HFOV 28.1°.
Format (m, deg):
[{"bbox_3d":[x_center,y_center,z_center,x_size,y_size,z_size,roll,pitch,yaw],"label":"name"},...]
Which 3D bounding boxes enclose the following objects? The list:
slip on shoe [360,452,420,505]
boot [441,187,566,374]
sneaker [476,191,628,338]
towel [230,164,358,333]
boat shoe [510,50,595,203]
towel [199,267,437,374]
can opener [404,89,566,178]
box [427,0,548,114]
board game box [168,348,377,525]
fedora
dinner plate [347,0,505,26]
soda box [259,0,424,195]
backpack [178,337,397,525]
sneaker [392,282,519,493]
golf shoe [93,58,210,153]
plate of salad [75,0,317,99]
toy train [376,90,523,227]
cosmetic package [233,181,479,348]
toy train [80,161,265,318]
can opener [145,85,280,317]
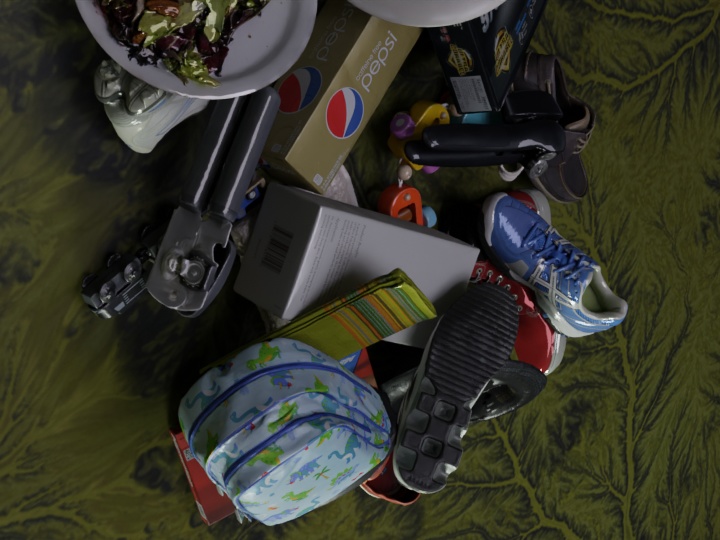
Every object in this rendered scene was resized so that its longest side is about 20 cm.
[{"bbox_3d":[-0.001,0.176,1.429,0.074,0.061,0.200,-56,134,-11],"label":"slip on shoe"},{"bbox_3d":[0.141,0.023,1.495,0.144,0.072,0.201,-16,99,-41],"label":"boot"},{"bbox_3d":[0.195,-0.010,1.451,0.200,0.077,0.076,42,62,-26],"label":"sneaker"},{"bbox_3d":[-0.043,0.007,1.344,0.132,0.034,0.201,-39,129,-29],"label":"towel"},{"bbox_3d":[0.204,-0.144,1.493,0.200,0.073,0.075,55,42,-41],"label":"boat shoe"},{"bbox_3d":[-0.035,0.064,1.241,0.199,0.018,0.086,-27,146,12],"label":"towel"},{"bbox_3d":[0.121,-0.122,1.376,0.199,0.079,0.063,-13,155,-37],"label":"can opener"},{"bbox_3d":[0.115,-0.267,1.343,0.200,0.046,0.159,-63,141,-42],"label":"box"},{"bbox_3d":[-0.072,0.146,1.337,0.199,0.019,0.103,-27,117,-20],"label":"board game box"},{"bbox_3d":[0.091,0.091,1.446,0.200,0.200,0.092,16,57,-47],"label":"fedora"},{"bbox_3d":[0.055,-0.298,1.226,0.200,0.200,0.024,-50,166,-20],"label":"dinner plate"},{"bbox_3d":[-0.021,-0.171,1.276,0.064,0.068,0.200,41,75,-45],"label":"soda box"},{"bbox_3d":[-0.065,0.134,1.202,0.163,0.154,0.200,-29,137,5],"label":"backpack"},{"bbox_3d":[0.076,0.103,1.310,0.074,0.088,0.201,29,80,-8],"label":"sneaker"},{"bbox_3d":[-0.136,-0.179,1.174,0.200,0.078,0.097,-46,157,-24],"label":"golf shoe"},{"bbox_3d":[-0.123,-0.229,1.104,0.199,0.048,0.201,6,74,-22],"label":"plate of salad"},{"bbox_3d":[0.073,-0.106,1.409,0.200,0.056,0.151,-33,129,-30],"label":"toy train"},{"bbox_3d":[0.000,0.000,1.293,0.200,0.085,0.108,15,97,-42],"label":"cosmetic package"},{"bbox_3d":[-0.153,-0.027,1.221,0.200,0.034,0.046,-43,134,-26],"label":"toy train"},{"bbox_3d":[-0.118,-0.059,1.195,0.067,0.053,0.201,39,72,-76],"label":"can opener"}]
